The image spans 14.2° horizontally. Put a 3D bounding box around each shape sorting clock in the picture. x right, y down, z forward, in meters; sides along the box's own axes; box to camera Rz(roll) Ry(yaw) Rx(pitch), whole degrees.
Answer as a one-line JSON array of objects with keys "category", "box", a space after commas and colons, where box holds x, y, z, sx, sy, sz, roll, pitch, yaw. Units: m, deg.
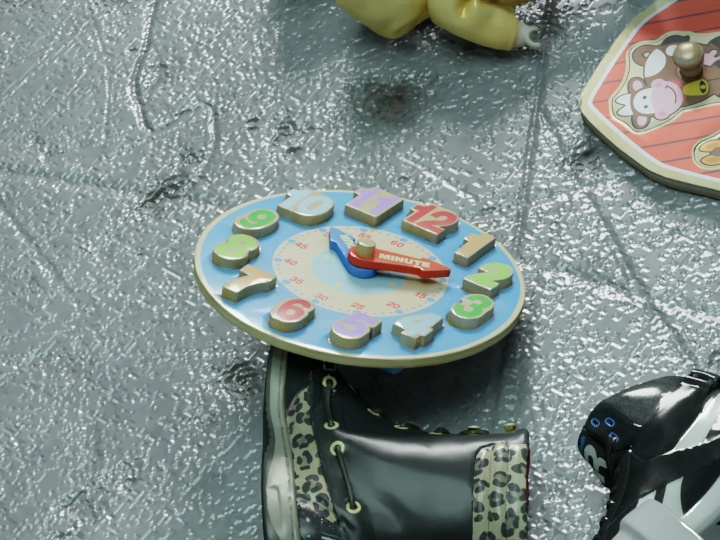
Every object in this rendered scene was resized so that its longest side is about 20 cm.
[{"category": "shape sorting clock", "box": [0.000, 0.000, 1.732, 0.200, 0.039, 0.200, 8, 26, -4]}]

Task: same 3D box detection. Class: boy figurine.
[{"category": "boy figurine", "box": [0.083, -0.195, 1.891, 0.200, 0.064, 0.125, -20, 76, 5]}]

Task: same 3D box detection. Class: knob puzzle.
[{"category": "knob puzzle", "box": [0.234, -0.124, 1.811, 0.219, 0.030, 0.220, -8, 51, 11]}]

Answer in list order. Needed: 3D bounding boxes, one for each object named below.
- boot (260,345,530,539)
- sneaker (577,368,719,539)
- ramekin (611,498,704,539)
[{"category": "boot", "box": [0.022, 0.100, 1.676, 0.153, 0.074, 0.204, -2, 44, 4]}, {"category": "sneaker", "box": [0.149, 0.136, 1.609, 0.112, 0.073, 0.200, 26, 55, 36]}, {"category": "ramekin", "box": [0.170, 0.223, 1.450, 0.105, 0.200, 0.200, -39, 51, -4]}]
